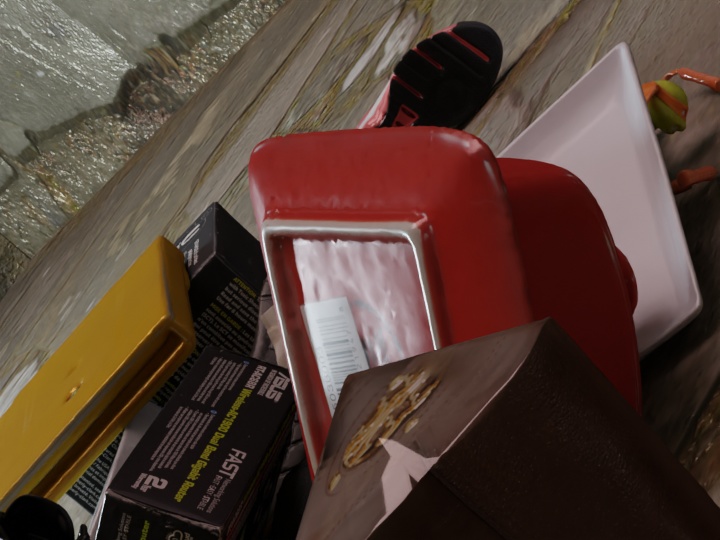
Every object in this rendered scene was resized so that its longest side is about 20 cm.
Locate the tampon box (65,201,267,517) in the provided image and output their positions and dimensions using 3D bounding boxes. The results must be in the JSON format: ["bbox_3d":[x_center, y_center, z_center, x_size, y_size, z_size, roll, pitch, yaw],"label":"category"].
[{"bbox_3d":[-0.124,0.078,1.449,0.200,0.126,0.150,-46,14,9],"label":"tampon box"}]

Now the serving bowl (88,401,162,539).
[{"bbox_3d":[-0.145,0.184,1.278,0.200,0.065,0.201,-160,90,-86],"label":"serving bowl"}]

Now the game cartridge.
[{"bbox_3d":[-0.174,0.072,1.315,0.176,0.032,0.200,-48,14,7],"label":"game cartridge"}]

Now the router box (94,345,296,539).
[{"bbox_3d":[-0.092,0.146,1.054,0.200,0.062,0.151,-62,-11,-69],"label":"router box"}]

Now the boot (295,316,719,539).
[{"bbox_3d":[0.099,0.062,0.509,0.187,0.200,0.064,-49,12,-1],"label":"boot"}]

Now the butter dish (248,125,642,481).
[{"bbox_3d":[0.059,0.023,0.902,0.147,0.201,0.199,-19,11,-32],"label":"butter dish"}]

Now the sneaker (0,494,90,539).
[{"bbox_3d":[-0.166,0.163,1.061,0.200,0.060,0.105,-115,32,-76],"label":"sneaker"}]

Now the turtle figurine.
[{"bbox_3d":[0.124,-0.050,1.104,0.161,0.064,0.200,-45,13,19],"label":"turtle figurine"}]

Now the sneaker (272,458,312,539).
[{"bbox_3d":[-0.003,0.101,1.050,0.104,0.060,0.201,-36,29,44],"label":"sneaker"}]

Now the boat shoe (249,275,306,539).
[{"bbox_3d":[-0.043,0.085,1.294,0.074,0.075,0.201,69,-143,-58],"label":"boat shoe"}]

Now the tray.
[{"bbox_3d":[0.117,-0.017,1.002,0.107,0.022,0.201,-42,34,28],"label":"tray"}]

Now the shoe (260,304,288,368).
[{"bbox_3d":[0.000,0.000,1.125,0.070,0.054,0.200,-16,-22,-40],"label":"shoe"}]

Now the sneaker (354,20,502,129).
[{"bbox_3d":[0.034,-0.126,1.656,0.200,0.074,0.087,-48,10,4],"label":"sneaker"}]
